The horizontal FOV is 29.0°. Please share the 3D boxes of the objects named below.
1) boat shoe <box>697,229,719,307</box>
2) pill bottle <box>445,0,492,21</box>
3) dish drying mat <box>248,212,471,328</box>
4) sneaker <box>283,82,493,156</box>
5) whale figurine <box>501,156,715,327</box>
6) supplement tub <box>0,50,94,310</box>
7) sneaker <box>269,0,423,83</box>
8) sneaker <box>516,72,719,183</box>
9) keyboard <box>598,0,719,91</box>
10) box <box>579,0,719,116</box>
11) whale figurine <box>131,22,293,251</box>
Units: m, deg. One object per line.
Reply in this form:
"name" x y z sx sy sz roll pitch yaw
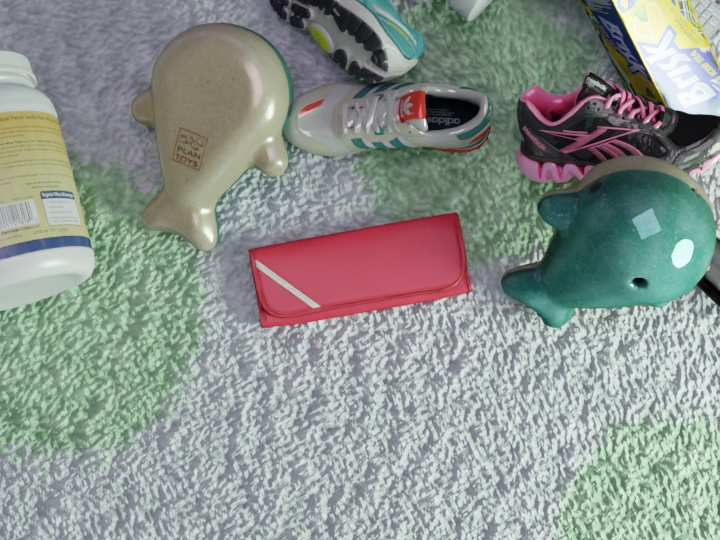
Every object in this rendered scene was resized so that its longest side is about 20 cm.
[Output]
"boat shoe" 0.291 -0.023 1.271 0.201 0.074 0.063 36 89 7
"pill bottle" 0.053 -0.326 1.282 0.200 0.111 0.112 42 82 4
"dish drying mat" 0.000 0.000 1.281 0.198 0.018 0.078 -10 82 -4
"sneaker" 0.026 -0.145 1.265 0.197 0.093 0.071 1 82 -3
"whale figurine" 0.211 -0.006 1.200 0.159 0.200 0.104 37 37 -23
"supplement tub" -0.322 -0.075 1.211 0.143 0.144 0.202 -16 83 -5
"sneaker" -0.022 -0.253 1.298 0.200 0.078 0.079 48 46 12
"sneaker" 0.227 -0.130 1.235 0.198 0.096 0.079 1 36 25
"keyboard" 0.268 -0.190 1.326 0.056 0.011 0.200 41 82 3
"box" 0.261 -0.211 1.253 0.070 0.064 0.201 -39 120 -7
"whale figurine" -0.131 -0.123 1.264 0.158 0.104 0.202 20 104 13
